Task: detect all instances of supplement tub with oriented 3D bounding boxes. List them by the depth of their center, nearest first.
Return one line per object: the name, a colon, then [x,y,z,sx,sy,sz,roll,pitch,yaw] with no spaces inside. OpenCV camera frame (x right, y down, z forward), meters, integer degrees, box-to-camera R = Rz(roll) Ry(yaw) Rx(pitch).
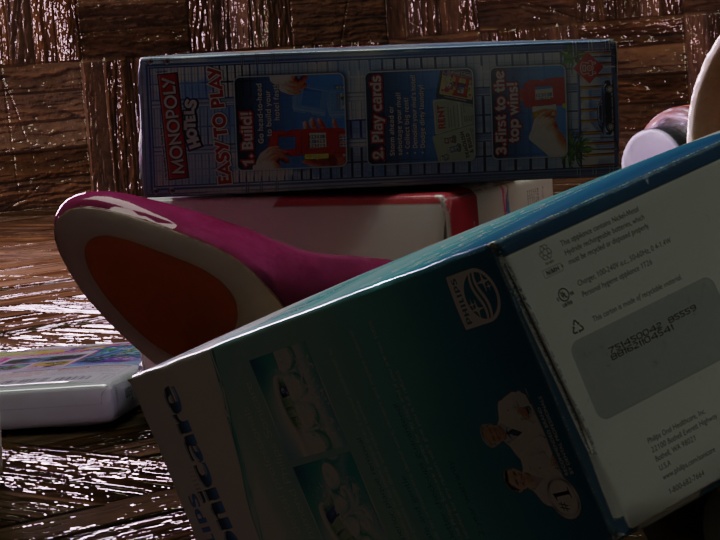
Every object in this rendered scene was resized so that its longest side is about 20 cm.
supplement tub: [0.330,-0.105,2.268,0.107,0.107,0.200,0,7,41]

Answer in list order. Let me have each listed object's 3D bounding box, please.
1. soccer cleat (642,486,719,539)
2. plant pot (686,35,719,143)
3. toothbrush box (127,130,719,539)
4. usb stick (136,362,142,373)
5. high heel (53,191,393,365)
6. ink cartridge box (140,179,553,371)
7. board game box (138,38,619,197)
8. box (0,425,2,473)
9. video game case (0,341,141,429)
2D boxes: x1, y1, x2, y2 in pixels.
soccer cleat: [0.138,0.070,0.661,0.077,0.069,0.200,-11,-1,-12]
plant pot: [0.378,-0.099,1.800,0.183,0.201,0.200,6,-3,-40]
toothbrush box: [0.048,0.027,0.712,0.146,0.085,0.200,-23,0,-34]
usb stick: [-0.065,0.060,1.123,0.055,0.033,0.200,1,3,-14]
high heel: [-0.027,0.006,0.952,0.067,0.200,0.096,-43,25,34]
ink cartridge box: [0.000,0.000,1.123,0.147,0.086,0.200,-2,3,19]
board game box: [-0.021,-0.068,1.078,0.200,0.062,0.200,-4,5,-25]
box: [-0.239,0.062,0.983,0.068,0.082,0.200,1,8,36]
video game case: [-0.204,0.063,1.272,0.200,0.024,0.182,-4,4,9]
